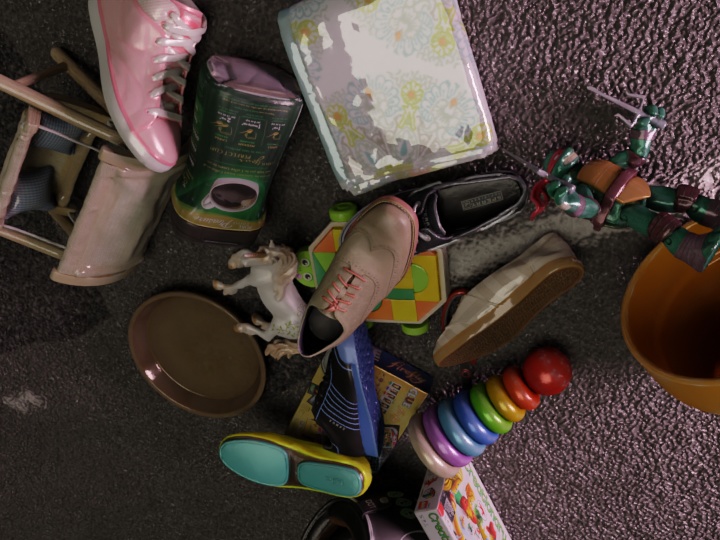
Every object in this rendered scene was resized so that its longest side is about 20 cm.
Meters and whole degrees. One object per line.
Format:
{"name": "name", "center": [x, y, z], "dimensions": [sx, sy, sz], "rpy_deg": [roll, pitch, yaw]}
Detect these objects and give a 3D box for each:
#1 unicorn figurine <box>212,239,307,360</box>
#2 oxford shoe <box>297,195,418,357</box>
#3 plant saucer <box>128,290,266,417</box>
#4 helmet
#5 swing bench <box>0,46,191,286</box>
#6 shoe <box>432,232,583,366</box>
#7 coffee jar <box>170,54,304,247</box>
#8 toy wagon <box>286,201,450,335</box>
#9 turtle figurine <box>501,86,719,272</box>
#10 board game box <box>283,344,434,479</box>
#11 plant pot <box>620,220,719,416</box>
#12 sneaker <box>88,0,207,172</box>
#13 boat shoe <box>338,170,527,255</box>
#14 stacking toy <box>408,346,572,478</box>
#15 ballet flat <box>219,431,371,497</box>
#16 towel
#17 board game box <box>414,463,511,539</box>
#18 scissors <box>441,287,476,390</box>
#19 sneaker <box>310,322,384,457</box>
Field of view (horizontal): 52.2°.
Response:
{"name": "unicorn figurine", "center": [-0.108, 0.023, 0.855], "dimensions": [0.137, 0.074, 0.200], "rpy_deg": [-3, 139, 37]}
{"name": "oxford shoe", "center": [-0.005, 0.016, 0.718], "dimensions": [0.070, 0.075, 0.200], "rpy_deg": [32, 128, 5]}
{"name": "plant saucer", "center": [-0.214, 0.109, 0.977], "dimensions": [0.199, 0.029, 0.201], "rpy_deg": [8, 120, 14]}
{"name": "helmet", "center": [0.035, 0.383, 0.954], "dimensions": [0.190, 0.201, 0.200], "rpy_deg": [23, 130, -34]}
{"name": "swing bench", "center": [-0.321, -0.104, 0.831], "dimensions": [0.200, 0.130, 0.199], "rpy_deg": [34, 123, -3]}
{"name": "shoe", "center": [0.150, 0.036, 0.790], "dimensions": [0.070, 0.053, 0.200], "rpy_deg": [16, 132, -44]}
{"name": "coffee jar", "center": [-0.136, -0.117, 0.776], "dimensions": [0.104, 0.085, 0.200], "rpy_deg": [6, 128, -26]}
{"name": "toy wagon", "center": [0.000, 0.000, 0.834], "dimensions": [0.199, 0.040, 0.156], "rpy_deg": [1, 119, 18]}
{"name": "turtle figurine", "center": [0.235, -0.081, 0.664], "dimensions": [0.200, 0.150, 0.101], "rpy_deg": [32, 159, 21]}
{"name": "board game box", "center": [-0.009, 0.182, 0.945], "dimensions": [0.135, 0.035, 0.200], "rpy_deg": [29, 124, 2]}
{"name": "plant pot", "center": [0.373, 0.068, 0.667], "dimensions": [0.200, 0.201, 0.183], "rpy_deg": [-29, 121, 30]}
{"name": "sneaker", "center": [-0.199, -0.207, 0.735], "dimensions": [0.104, 0.075, 0.201], "rpy_deg": [-18, 85, 21]}
{"name": "boat shoe", "center": [0.070, -0.051, 0.732], "dimensions": [0.199, 0.068, 0.072], "rpy_deg": [-15, 92, 9]}
{"name": "stacking toy", "center": [0.152, 0.153, 0.844], "dimensions": [0.200, 0.085, 0.085], "rpy_deg": [-40, 101, 19]}
{"name": "ballet flat", "center": [-0.080, 0.243, 0.943], "dimensions": [0.199, 0.067, 0.067], "rpy_deg": [9, 106, 13]}
{"name": "towel", "center": [0.029, -0.182, 0.717], "dimensions": [0.171, 0.048, 0.201], "rpy_deg": [-13, 114, 22]}
{"name": "board game box", "center": [0.135, 0.327, 0.924], "dimensions": [0.035, 0.126, 0.200], "rpy_deg": [-17, 112, 27]}
{"name": "scissors", "center": [0.120, 0.109, 0.874], "dimensions": [0.073, 0.014, 0.201], "rpy_deg": [15, 123, 8]}
{"name": "sneaker", "center": [-0.023, 0.141, 0.863], "dimensions": [0.078, 0.070, 0.201], "rpy_deg": [-1, 118, 14]}
